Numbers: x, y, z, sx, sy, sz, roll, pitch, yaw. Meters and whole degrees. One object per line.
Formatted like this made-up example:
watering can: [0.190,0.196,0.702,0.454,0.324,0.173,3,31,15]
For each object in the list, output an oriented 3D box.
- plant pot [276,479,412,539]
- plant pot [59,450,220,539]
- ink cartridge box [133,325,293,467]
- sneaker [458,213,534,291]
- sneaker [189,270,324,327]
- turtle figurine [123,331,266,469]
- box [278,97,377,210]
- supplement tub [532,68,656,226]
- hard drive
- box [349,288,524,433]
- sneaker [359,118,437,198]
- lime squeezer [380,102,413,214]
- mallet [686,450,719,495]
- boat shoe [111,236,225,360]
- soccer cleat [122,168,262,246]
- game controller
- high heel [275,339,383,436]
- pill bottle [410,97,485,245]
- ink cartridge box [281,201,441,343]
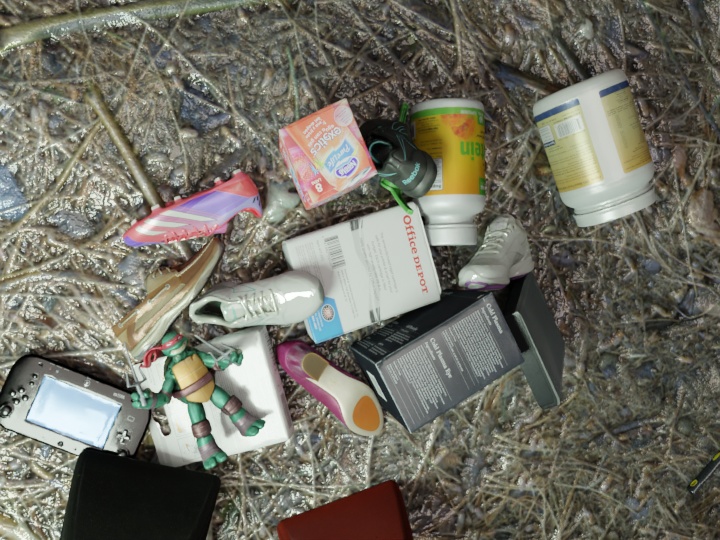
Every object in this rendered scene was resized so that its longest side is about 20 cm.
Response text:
plant pot: [0.006,0.449,0.945,0.195,0.176,0.205,-16,95,-10]
plant pot: [-0.299,0.379,0.861,0.195,0.178,0.205,14,99,-12]
ink cartridge box: [-0.210,0.184,0.971,0.195,0.050,0.165,-15,94,8]
sneaker: [0.193,-0.027,0.986,0.073,0.199,0.102,-4,99,33]
sneaker: [-0.142,0.049,0.911,0.196,0.080,0.072,-9,99,21]
turtle figurine: [-0.217,0.150,0.894,0.148,0.101,0.203,-31,102,-7]
box: [-0.049,-0.148,0.906,0.093,0.200,0.104,-25,96,-5]
supplement tub: [0.357,-0.182,1.020,0.142,0.144,0.204,-21,95,-10]
hard drive: [0.256,0.093,0.987,0.032,0.200,0.142,-23,98,23]
box: [0.099,0.116,0.944,0.180,0.200,0.106,-30,95,-8]
sneaker: [0.035,-0.172,0.928,0.078,0.200,0.076,23,106,-34]
lime squeezer: [0.056,-0.146,0.986,0.037,0.070,0.204,26,49,-34]
mallet: [0.622,0.298,1.125,0.041,0.066,0.201,40,84,-11]
boat shoe: [-0.266,0.028,0.933,0.071,0.076,0.201,40,82,-8]
soccer cleat: [-0.232,-0.071,0.943,0.197,0.067,0.078,-28,98,-13]
game controller: [-0.390,0.193,0.923,0.197,0.042,0.106,24,92,-12]
high heel: [-0.046,0.176,1.004,0.199,0.095,0.068,42,74,-31]
pill bottle: [0.129,-0.140,0.990,0.108,0.111,0.205,-2,92,-11]
ink cartridge box: [0.000,0.000,0.980,0.196,0.086,0.150,-18,95,-12]
